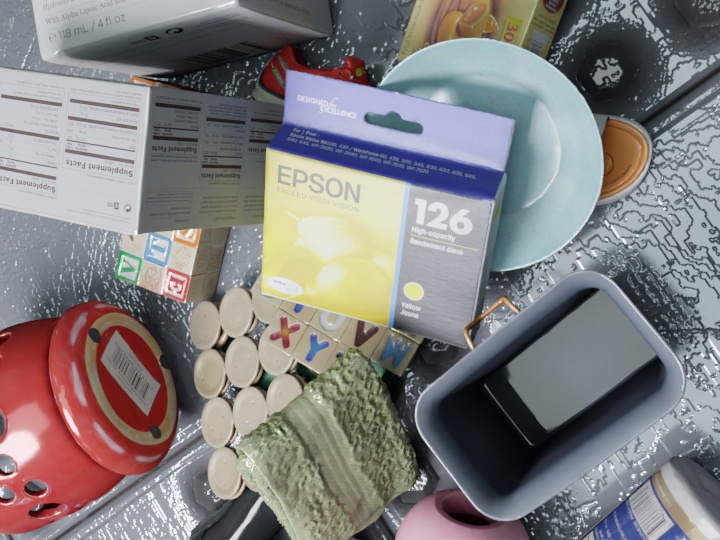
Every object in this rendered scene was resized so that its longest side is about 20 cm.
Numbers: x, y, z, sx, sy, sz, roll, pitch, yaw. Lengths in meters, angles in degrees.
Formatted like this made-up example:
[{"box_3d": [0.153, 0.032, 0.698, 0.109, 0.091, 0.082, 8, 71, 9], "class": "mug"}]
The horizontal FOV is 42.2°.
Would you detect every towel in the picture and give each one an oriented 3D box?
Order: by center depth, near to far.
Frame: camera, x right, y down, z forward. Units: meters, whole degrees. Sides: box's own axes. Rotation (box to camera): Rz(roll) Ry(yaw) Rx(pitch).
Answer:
[{"box_3d": [-0.020, 0.168, 0.815, 0.148, 0.201, 0.036, -39, 46, -17], "class": "towel"}]

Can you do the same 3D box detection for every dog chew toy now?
[{"box_3d": [0.084, 0.301, 0.838, 0.124, 0.124, 0.201, 14, 108, 20], "class": "dog chew toy"}]

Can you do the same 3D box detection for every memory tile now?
[{"box_3d": [-0.106, 0.112, 0.899, 0.153, 0.017, 0.201, -24, 69, 38], "class": "memory tile"}]

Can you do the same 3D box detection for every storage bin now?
[{"box_3d": [0.157, 0.086, 0.775, 0.200, 0.134, 0.146, -42, 80, 19], "class": "storage bin"}]

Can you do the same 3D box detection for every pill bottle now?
[{"box_3d": [0.230, 0.259, 0.776, 0.111, 0.111, 0.200, 45, 109, 12], "class": "pill bottle"}]

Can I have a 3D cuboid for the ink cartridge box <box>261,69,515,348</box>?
[{"box_3d": [0.015, -0.047, 0.775, 0.196, 0.047, 0.201, 15, 126, 15], "class": "ink cartridge box"}]

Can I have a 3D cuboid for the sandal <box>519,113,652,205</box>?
[{"box_3d": [0.142, -0.101, 0.802, 0.205, 0.059, 0.080, 10, 99, 21], "class": "sandal"}]

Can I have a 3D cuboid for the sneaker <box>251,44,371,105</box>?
[{"box_3d": [-0.010, -0.150, 0.850, 0.199, 0.077, 0.085, 30, 93, 19], "class": "sneaker"}]

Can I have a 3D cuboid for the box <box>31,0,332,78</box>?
[{"box_3d": [-0.156, -0.262, 0.830, 0.198, 0.200, 0.132, -9, 93, 23], "class": "box"}]

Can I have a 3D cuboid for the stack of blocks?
[{"box_3d": [-0.187, -0.081, 0.936, 0.114, 0.059, 0.201, 18, 102, 19], "class": "stack of blocks"}]

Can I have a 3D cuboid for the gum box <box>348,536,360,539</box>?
[{"box_3d": [-0.030, 0.351, 0.860, 0.113, 0.066, 0.201, -37, 40, 20], "class": "gum box"}]

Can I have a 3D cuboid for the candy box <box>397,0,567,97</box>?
[{"box_3d": [0.119, -0.254, 0.786, 0.115, 0.055, 0.201, 28, 105, 32], "class": "candy box"}]

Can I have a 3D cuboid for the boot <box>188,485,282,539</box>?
[{"box_3d": [-0.118, 0.300, 0.872, 0.065, 0.200, 0.165, 34, 117, -18], "class": "boot"}]

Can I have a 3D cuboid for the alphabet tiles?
[{"box_3d": [0.000, 0.000, 0.855, 0.166, 0.006, 0.201, 28, 81, 17], "class": "alphabet tiles"}]

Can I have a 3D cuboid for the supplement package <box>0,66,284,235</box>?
[{"box_3d": [-0.180, -0.100, 0.787, 0.155, 0.200, 0.112, 11, 99, 25], "class": "supplement package"}]

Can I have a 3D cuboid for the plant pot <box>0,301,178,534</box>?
[{"box_3d": [-0.298, 0.140, 0.929, 0.182, 0.200, 0.202, -23, 87, 19], "class": "plant pot"}]

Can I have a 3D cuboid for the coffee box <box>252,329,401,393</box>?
[{"box_3d": [-0.032, 0.094, 0.899, 0.123, 0.044, 0.201, 32, 106, 18], "class": "coffee box"}]

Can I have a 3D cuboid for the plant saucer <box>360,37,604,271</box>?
[{"box_3d": [0.099, -0.096, 0.763, 0.200, 0.039, 0.202, 10, 122, 16], "class": "plant saucer"}]
